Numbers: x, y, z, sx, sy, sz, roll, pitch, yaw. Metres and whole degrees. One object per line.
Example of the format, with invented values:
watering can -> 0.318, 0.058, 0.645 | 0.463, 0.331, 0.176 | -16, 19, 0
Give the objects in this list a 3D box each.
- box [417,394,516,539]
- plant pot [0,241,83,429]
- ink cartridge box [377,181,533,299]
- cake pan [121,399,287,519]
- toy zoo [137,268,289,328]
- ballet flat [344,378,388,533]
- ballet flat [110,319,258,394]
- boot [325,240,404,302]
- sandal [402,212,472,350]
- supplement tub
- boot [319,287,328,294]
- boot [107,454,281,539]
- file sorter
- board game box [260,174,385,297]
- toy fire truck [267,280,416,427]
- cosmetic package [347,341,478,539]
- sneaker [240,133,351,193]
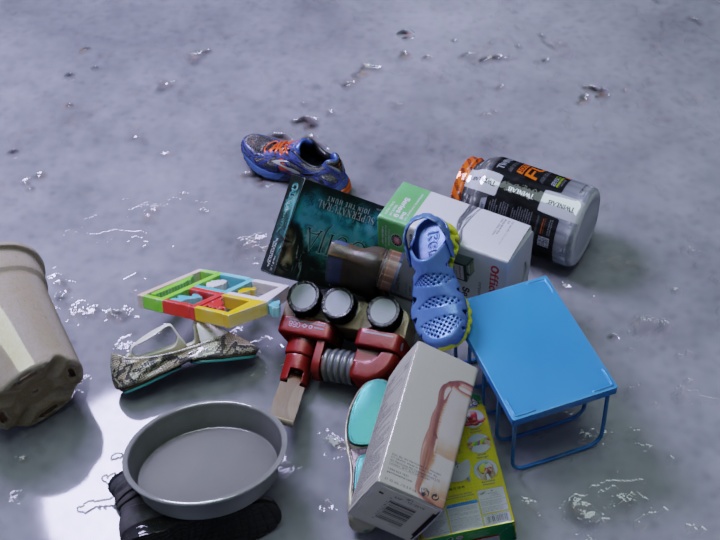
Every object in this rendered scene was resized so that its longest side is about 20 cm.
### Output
box -> 0.113, 0.245, 1.454 | 0.117, 0.049, 0.201 | -11, 48, 1
plant pot -> -0.462, 0.097, 1.550 | 0.200, 0.201, 0.184 | -29, 62, -24
ink cartridge box -> 0.129, -0.018, 1.647 | 0.199, 0.147, 0.084 | 20, 49, 21
cake pan -> -0.185, 0.228, 1.426 | 0.199, 0.037, 0.201 | -4, 30, 2
toy zoo -> -0.190, 0.038, 1.627 | 0.199, 0.021, 0.131 | 10, 23, 34
ballet flat -> 0.012, 0.231, 1.462 | 0.069, 0.070, 0.201 | 4, 52, 6
ballet flat -> -0.239, 0.105, 1.589 | 0.199, 0.076, 0.068 | -15, 2, -10
boot -> 0.000, 0.000, 1.599 | 0.096, 0.200, 0.075 | 19, 75, -1
sandal -> 0.090, 0.007, 1.501 | 0.079, 0.087, 0.201 | -17, 57, 13
supplement tub -> 0.239, -0.092, 1.732 | 0.199, 0.123, 0.123 | 21, 50, 21
boot -> -0.009, -0.049, 1.723 | 0.072, 0.091, 0.200 | 26, 52, 25
boot -> -0.203, 0.273, 1.438 | 0.199, 0.070, 0.132 | -6, 36, -14
file sorter -> 0.213, 0.132, 1.513 | 0.138, 0.123, 0.201 | -15, 47, -12
board game box -> -0.041, -0.043, 1.621 | 0.028, 0.136, 0.199 | 21, 4, 40
toy fire truck -> -0.036, 0.125, 1.552 | 0.175, 0.129, 0.201 | 10, 71, 18
cosmetic package -> 0.064, 0.199, 1.392 | 0.087, 0.104, 0.201 | 24, 52, -7
sneaker -> -0.101, -0.180, 1.864 | 0.199, 0.079, 0.075 | 21, 49, 21
